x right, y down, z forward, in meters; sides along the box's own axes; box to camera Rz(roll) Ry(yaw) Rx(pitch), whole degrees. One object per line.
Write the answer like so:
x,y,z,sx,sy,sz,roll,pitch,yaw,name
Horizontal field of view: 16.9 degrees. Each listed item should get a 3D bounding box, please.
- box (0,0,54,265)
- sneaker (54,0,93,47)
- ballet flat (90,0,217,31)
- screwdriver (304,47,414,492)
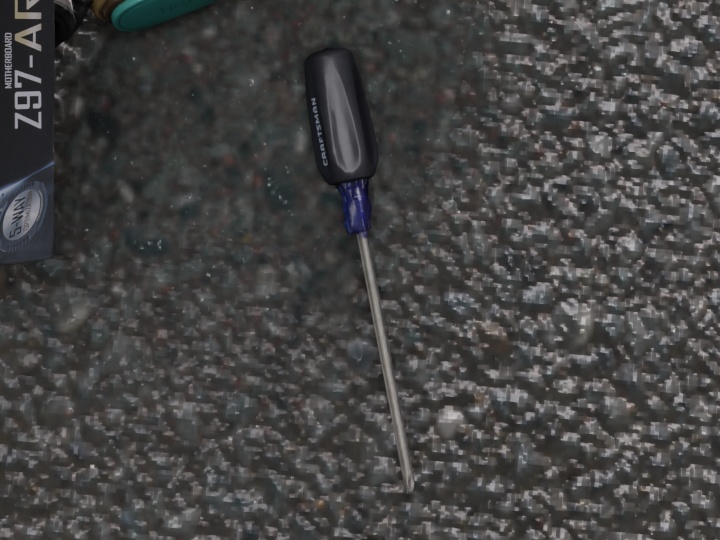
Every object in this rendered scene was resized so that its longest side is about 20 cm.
-0.216,-0.087,0.998,0.200,0.044,0.160,5,97,31,box
-0.148,-0.150,1.035,0.098,0.071,0.200,24,89,33,sneaker
-0.028,-0.161,1.060,0.200,0.069,0.063,-15,75,-4,ballet flat
0.000,0.000,1.075,0.029,0.028,0.200,-7,90,28,screwdriver
